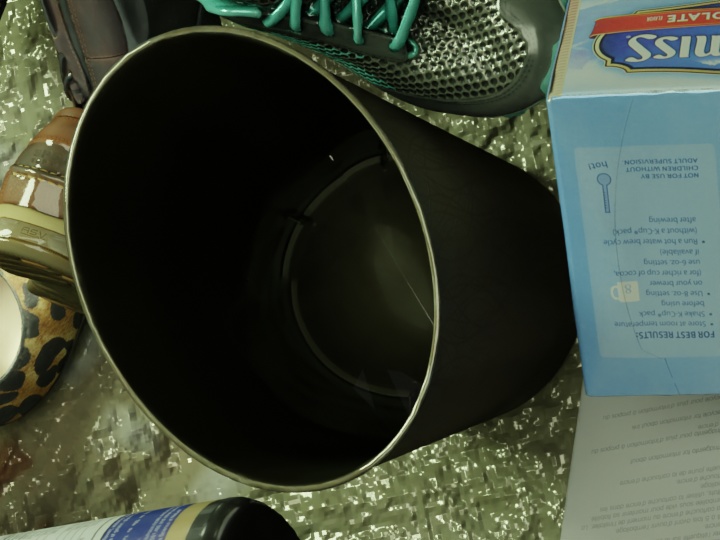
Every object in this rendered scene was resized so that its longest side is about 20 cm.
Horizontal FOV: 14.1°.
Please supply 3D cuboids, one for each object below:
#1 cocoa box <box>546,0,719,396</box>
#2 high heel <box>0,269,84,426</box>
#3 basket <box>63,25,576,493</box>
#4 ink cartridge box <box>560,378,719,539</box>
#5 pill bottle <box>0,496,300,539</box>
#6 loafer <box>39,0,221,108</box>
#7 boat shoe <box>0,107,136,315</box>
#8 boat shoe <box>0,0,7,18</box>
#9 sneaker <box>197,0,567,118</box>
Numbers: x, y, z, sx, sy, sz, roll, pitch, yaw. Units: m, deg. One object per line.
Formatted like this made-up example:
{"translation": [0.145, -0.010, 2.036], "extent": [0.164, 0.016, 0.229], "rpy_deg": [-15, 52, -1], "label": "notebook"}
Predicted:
{"translation": [0.175, -0.044, 1.034], "extent": [0.199, 0.131, 0.134], "rpy_deg": [-2, 124, 13], "label": "cocoa box"}
{"translation": [-0.196, 0.036, 1.247], "extent": [0.071, 0.142, 0.200], "rpy_deg": [45, 105, 21], "label": "high heel"}
{"translation": [0.000, 0.000, 1.123], "extent": [0.136, 0.200, 0.181], "rpy_deg": [-39, 72, 18], "label": "basket"}
{"translation": [0.166, 0.099, 1.067], "extent": [0.197, 0.043, 0.201], "rpy_deg": [-9, 45, 24], "label": "ink cartridge box"}
{"translation": [-0.122, 0.163, 1.221], "extent": [0.199, 0.112, 0.112], "rpy_deg": [-12, 82, 25], "label": "pill bottle"}
{"translation": [-0.103, -0.110, 1.215], "extent": [0.063, 0.072, 0.201], "rpy_deg": [12, 131, 28], "label": "loafer"}
{"translation": [-0.100, -0.016, 1.182], "extent": [0.072, 0.200, 0.068], "rpy_deg": [17, 82, 9], "label": "boat shoe"}
{"translation": [-0.142, -0.181, 1.272], "extent": [0.075, 0.062, 0.201], "rpy_deg": [14, 85, 60], "label": "boat shoe"}
{"translation": [-0.017, -0.106, 1.084], "extent": [0.199, 0.091, 0.078], "rpy_deg": [24, 110, 25], "label": "sneaker"}
